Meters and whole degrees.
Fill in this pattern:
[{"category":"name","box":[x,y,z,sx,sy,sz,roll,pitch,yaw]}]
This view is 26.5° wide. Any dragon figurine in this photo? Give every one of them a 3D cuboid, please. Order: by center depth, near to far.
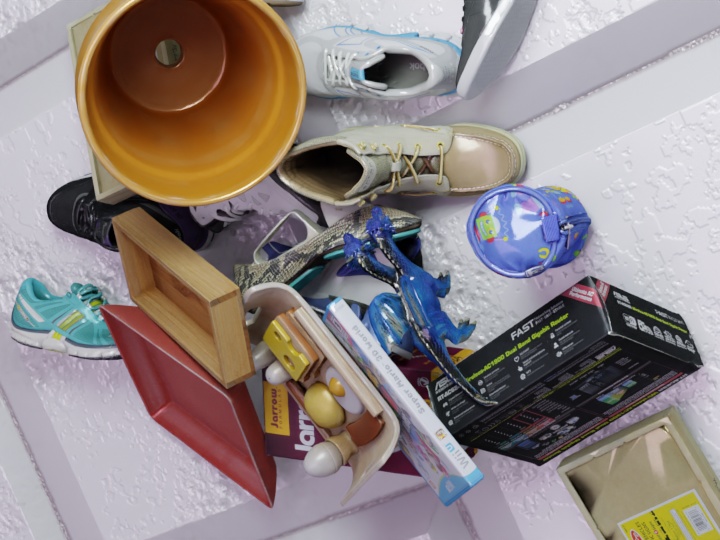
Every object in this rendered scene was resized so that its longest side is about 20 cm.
[{"category":"dragon figurine","box":[0.047,0.040,1.341,0.059,0.099,0.200,-37,57,29]}]

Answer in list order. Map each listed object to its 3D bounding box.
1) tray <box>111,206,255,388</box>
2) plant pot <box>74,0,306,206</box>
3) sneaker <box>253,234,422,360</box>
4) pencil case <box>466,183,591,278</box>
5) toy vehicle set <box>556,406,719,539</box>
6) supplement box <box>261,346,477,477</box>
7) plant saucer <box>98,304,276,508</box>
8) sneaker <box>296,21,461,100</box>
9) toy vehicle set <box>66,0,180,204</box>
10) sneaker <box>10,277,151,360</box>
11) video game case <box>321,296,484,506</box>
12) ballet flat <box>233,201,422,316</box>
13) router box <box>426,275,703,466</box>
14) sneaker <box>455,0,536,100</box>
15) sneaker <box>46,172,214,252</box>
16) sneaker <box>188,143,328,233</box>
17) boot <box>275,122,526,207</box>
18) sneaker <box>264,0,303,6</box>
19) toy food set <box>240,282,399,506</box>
[{"category":"tray","box":[-0.170,0.022,1.461,0.200,0.037,0.099,37,143,47]},{"category":"plant pot","box":[-0.166,-0.181,1.395,0.200,0.183,0.201,-5,111,-14]},{"category":"sneaker","box":[0.001,0.000,1.492,0.199,0.081,0.115,27,85,38]},{"category":"pencil case","box":[0.152,-0.036,1.332,0.087,0.200,0.078,-1,93,15]},{"category":"toy vehicle set","box":[0.285,0.239,1.408,0.124,0.027,0.200,-30,92,29]},{"category":"supplement box","box":[0.008,0.132,1.508,0.200,0.086,0.111,4,104,27]},{"category":"plant saucer","box":[-0.166,0.130,1.559,0.199,0.037,0.200,31,153,33]},{"category":"sneaker","box":[0.002,-0.194,1.435,0.200,0.087,0.075,2,105,28]},{"category":"toy vehicle set","box":[-0.232,-0.182,1.555,0.124,0.026,0.201,-21,73,30]},{"category":"sneaker","box":[-0.298,0.054,1.657,0.200,0.077,0.080,10,94,23]},{"category":"video game case","box":[0.031,0.122,1.378,0.018,0.143,0.200,-37,81,-15]},{"category":"ballet flat","box":[-0.040,-0.028,1.432,0.200,0.068,0.075,-28,83,23]},{"category":"router box","box":[0.182,0.095,1.370,0.200,0.150,0.062,-36,53,29]},{"category":"sneaker","box":[0.105,-0.260,1.379,0.099,0.071,0.200,27,107,21]},{"category":"sneaker","box":[-0.259,-0.057,1.599,0.200,0.088,0.076,8,106,25]},{"category":"sneaker","box":[-0.101,-0.074,1.530,0.200,0.076,0.116,38,124,26]},{"category":"boot","box":[0.039,-0.096,1.398,0.199,0.155,0.072,5,101,22]},{"category":"sneaker","box":[-0.143,-0.322,1.488,0.199,0.071,0.113,13,97,12]},{"category":"toy food set","box":[-0.053,0.116,1.411,0.200,0.060,0.144,51,153,10]}]
